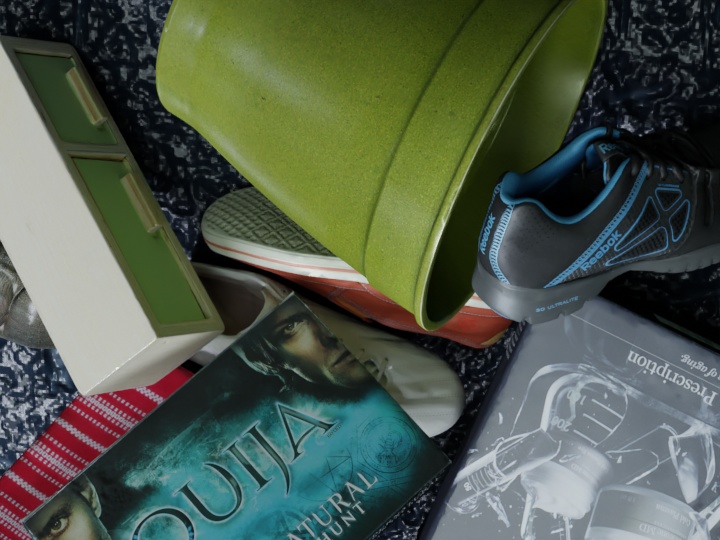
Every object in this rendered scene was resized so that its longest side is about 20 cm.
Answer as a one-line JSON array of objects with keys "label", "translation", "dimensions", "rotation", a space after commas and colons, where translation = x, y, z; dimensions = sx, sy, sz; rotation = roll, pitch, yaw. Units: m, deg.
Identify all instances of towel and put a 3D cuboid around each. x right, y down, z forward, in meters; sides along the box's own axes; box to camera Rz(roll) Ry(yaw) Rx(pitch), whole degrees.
[{"label": "towel", "translation": [-0.156, 0.133, 1.077], "dimensions": [0.144, 0.200, 0.023], "rotation": [25, 154, 41]}]

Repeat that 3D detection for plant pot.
[{"label": "plant pot", "translation": [0.001, -0.102, 1.000], "dimensions": [0.192, 0.200, 0.202], "rotation": [28, 116, 14]}]

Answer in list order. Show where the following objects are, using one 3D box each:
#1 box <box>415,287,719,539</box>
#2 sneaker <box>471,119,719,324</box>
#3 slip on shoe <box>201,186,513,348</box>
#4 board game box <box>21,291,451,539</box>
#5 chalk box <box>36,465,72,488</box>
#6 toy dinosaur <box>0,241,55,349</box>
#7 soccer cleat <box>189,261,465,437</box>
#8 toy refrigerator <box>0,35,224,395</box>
[{"label": "box", "translation": [0.156, 0.121, 1.059], "dimensions": [0.198, 0.104, 0.184], "rotation": [25, 96, 2]}, {"label": "sneaker", "translation": [0.151, -0.041, 0.987], "dimensions": [0.073, 0.199, 0.082], "rotation": [47, 152, 36]}, {"label": "slip on shoe", "translation": [0.000, 0.000, 1.097], "dimensions": [0.198, 0.074, 0.062], "rotation": [14, 128, 7]}, {"label": "board game box", "translation": [-0.067, 0.123, 1.023], "dimensions": [0.200, 0.028, 0.135], "rotation": [-40, 75, -16]}, {"label": "chalk box", "translation": [-0.122, 0.167, 1.135], "dimensions": [0.123, 0.201, 0.124], "rotation": [-21, 134, 6]}, {"label": "toy dinosaur", "translation": [-0.215, 0.008, 1.157], "dimensions": [0.198, 0.077, 0.103], "rotation": [14, 130, -15]}, {"label": "soccer cleat", "translation": [-0.034, 0.047, 1.105], "dimensions": [0.198, 0.070, 0.078], "rotation": [19, 155, 13]}, {"label": "toy refrigerator", "translation": [-0.161, -0.035, 1.074], "dimensions": [0.070, 0.076, 0.201], "rotation": [-36, 75, 24]}]
